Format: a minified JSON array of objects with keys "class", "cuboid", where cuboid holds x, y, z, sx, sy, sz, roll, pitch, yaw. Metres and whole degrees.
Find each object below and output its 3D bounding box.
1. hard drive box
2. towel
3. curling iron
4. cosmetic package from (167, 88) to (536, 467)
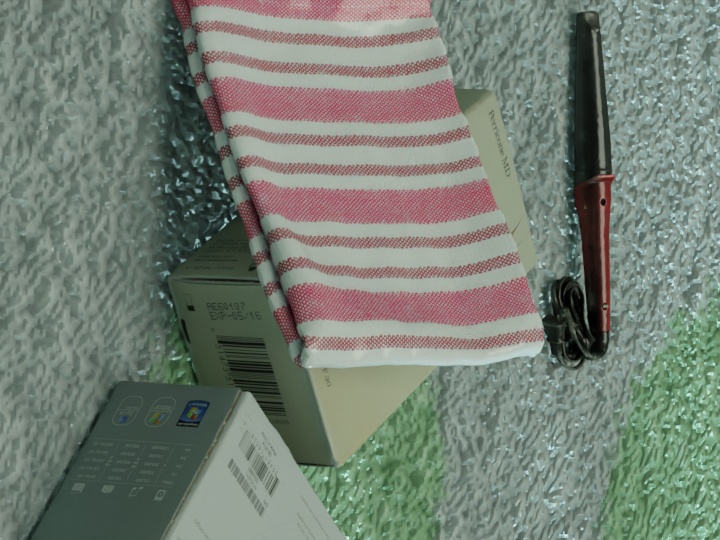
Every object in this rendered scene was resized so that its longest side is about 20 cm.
[{"class":"hard drive box","cuboid":[-0.088,0.175,1.335,0.156,0.076,0.201,59,46,-38]},{"class":"towel","cuboid":[0.001,-0.048,1.390,0.146,0.030,0.201,-3,65,-39]},{"class":"curling iron","cuboid":[0.127,-0.045,1.680,0.049,0.025,0.201,9,84,-58]},{"class":"cosmetic package","cuboid":[0.000,0.000,1.458,0.200,0.073,0.104,-44,126,-44]}]
